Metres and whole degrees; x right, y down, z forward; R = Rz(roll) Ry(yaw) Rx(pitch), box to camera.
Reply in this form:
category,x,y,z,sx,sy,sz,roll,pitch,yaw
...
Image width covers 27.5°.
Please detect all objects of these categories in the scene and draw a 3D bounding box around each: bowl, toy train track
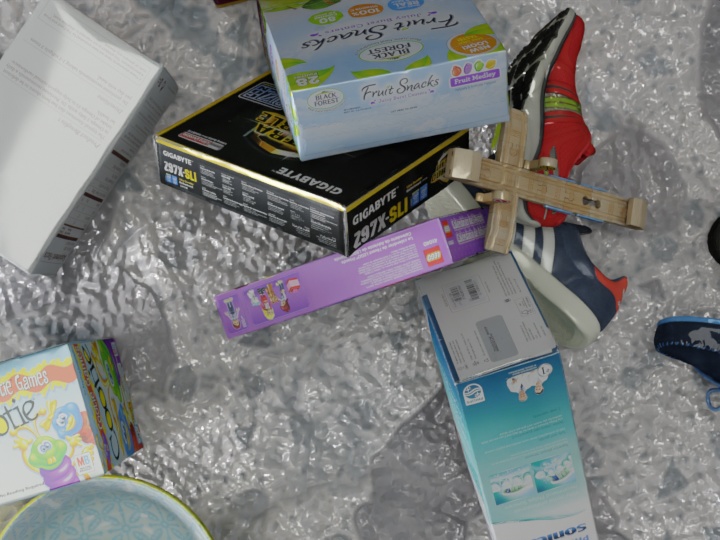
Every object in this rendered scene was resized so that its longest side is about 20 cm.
category,x,y,z,sx,sy,sz,roll,pitch,yaw
bowl,-0.202,0.264,1.219,0.199,0.108,0.201,0,89,0
toy train track,0.157,-0.064,1.167,0.199,0.032,0.115,13,82,-32

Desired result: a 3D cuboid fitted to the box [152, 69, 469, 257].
category,x,y,z,sx,sy,sz,roll,pitch,yaw
box,-0.037,-0.093,1.169,0.200,0.160,0.049,22,129,33

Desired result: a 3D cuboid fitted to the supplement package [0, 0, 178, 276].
category,x,y,z,sx,sy,sz,roll,pitch,yaw
supplement package,-0.257,-0.108,1.222,0.117,0.117,0.200,34,88,0

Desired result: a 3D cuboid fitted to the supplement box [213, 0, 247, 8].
category,x,y,z,sx,sy,sz,roll,pitch,yaw
supplement box,-0.094,-0.302,1.186,0.103,0.200,0.131,-15,88,-1

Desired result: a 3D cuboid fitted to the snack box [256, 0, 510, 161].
category,x,y,z,sx,sy,sz,roll,pitch,yaw
snack box,0.013,-0.174,1.178,0.168,0.200,0.068,-12,125,-6

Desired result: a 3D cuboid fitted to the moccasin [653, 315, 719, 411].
category,x,y,z,sx,sy,sz,roll,pitch,yaw
moccasin,0.343,0.091,1.237,0.199,0.080,0.068,16,77,1

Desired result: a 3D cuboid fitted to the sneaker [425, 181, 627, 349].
category,x,y,z,sx,sy,sz,roll,pitch,yaw
sneaker,0.142,-0.027,1.253,0.200,0.075,0.084,45,67,7

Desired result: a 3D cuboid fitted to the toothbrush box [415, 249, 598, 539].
category,x,y,z,sx,sy,sz,roll,pitch,yaw
toothbrush box,0.116,0.111,1.165,0.085,0.147,0.200,-18,124,0

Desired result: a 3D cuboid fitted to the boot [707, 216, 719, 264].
category,x,y,z,sx,sy,sz,roll,pitch,yaw
boot,0.384,0.008,1.216,0.200,0.131,0.068,27,89,0

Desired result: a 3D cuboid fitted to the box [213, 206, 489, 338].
category,x,y,z,sx,sy,sz,roll,pitch,yaw
box,0.000,0.000,1.179,0.199,0.137,0.039,-19,90,21

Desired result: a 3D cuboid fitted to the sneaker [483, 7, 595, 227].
category,x,y,z,sx,sy,sz,roll,pitch,yaw
sneaker,0.161,-0.125,1.240,0.085,0.077,0.201,23,69,-17

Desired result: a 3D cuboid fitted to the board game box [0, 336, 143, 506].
category,x,y,z,sx,sy,sz,roll,pitch,yaw
board game box,-0.248,0.117,1.176,0.105,0.200,0.103,-16,89,0
